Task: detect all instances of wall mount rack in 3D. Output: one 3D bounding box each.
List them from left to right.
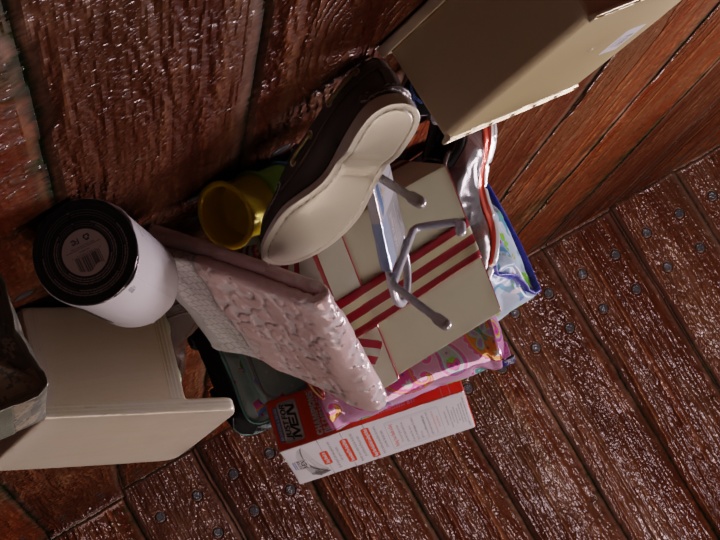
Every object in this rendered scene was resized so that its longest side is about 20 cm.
[{"bbox_3d":[0.043,-0.045,1.559,0.074,0.201,0.174,-5,-149,15],"label":"wall mount rack"}]

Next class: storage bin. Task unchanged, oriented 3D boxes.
[{"bbox_3d":[0.154,-0.205,1.418,0.198,0.094,0.200,-26,171,-41],"label":"storage bin"}]

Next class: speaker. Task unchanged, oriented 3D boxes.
[{"bbox_3d":[-0.192,-0.003,1.431,0.081,0.081,0.200,-31,174,-1],"label":"speaker"}]

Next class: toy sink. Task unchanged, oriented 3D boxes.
[{"bbox_3d":[-0.235,0.102,1.674,0.199,0.113,0.130,0,155,-36],"label":"toy sink"}]

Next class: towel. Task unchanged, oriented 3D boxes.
[{"bbox_3d":[-0.081,0.044,1.608,0.032,0.190,0.200,-61,152,-19],"label":"towel"}]

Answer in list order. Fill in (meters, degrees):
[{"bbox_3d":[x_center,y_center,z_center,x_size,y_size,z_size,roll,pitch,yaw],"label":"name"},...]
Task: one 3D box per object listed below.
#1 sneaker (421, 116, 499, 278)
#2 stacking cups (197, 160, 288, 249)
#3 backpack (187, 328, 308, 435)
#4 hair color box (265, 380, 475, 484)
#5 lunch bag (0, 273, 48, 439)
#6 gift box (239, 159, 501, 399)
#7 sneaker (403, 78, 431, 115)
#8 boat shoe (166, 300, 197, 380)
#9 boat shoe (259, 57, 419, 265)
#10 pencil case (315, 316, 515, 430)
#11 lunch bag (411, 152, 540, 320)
[{"bbox_3d":[0.082,-0.068,1.805,0.077,0.201,0.082,2,-175,43],"label":"sneaker"},{"bbox_3d":[-0.059,-0.077,1.616,0.060,0.061,0.200,-36,176,39],"label":"stacking cups"},{"bbox_3d":[-0.068,0.064,2.008,0.199,0.176,0.153,-20,171,-25],"label":"backpack"},{"bbox_3d":[0.012,0.150,1.935,0.199,0.064,0.111,-19,154,1],"label":"hair color box"},{"bbox_3d":[-0.339,0.096,1.372,0.199,0.118,0.164,-23,171,-15],"label":"lunch bag"},{"bbox_3d":[0.000,0.000,1.732,0.186,0.185,0.200,-30,-167,-22],"label":"gift box"},{"bbox_3d":[0.116,-0.176,1.591,0.199,0.070,0.078,-14,167,-44],"label":"sneaker"},{"bbox_3d":[-0.192,0.033,1.761,0.074,0.075,0.203,0,140,-23],"label":"boat shoe"},{"bbox_3d":[-0.025,-0.084,1.493,0.072,0.060,0.200,5,137,-37],"label":"boat shoe"},{"bbox_3d":[0.049,0.091,1.847,0.199,0.088,0.087,-20,173,1],"label":"pencil case"},{"bbox_3d":[0.067,-0.024,1.948,0.170,0.201,0.127,-35,145,21],"label":"lunch bag"}]
